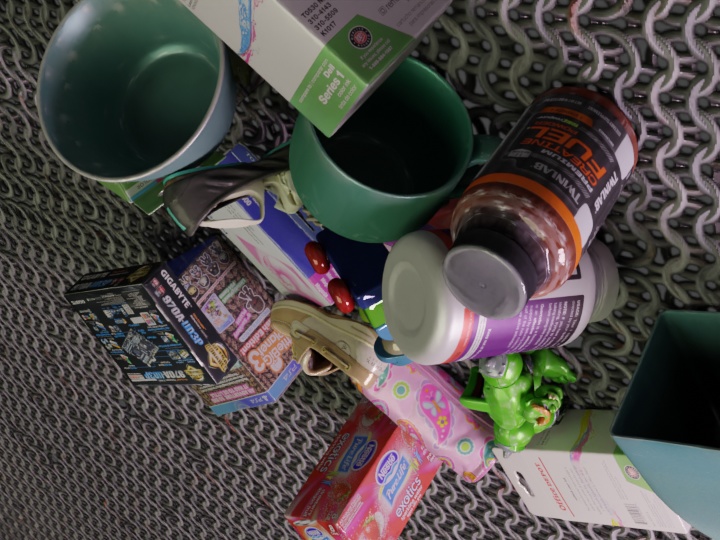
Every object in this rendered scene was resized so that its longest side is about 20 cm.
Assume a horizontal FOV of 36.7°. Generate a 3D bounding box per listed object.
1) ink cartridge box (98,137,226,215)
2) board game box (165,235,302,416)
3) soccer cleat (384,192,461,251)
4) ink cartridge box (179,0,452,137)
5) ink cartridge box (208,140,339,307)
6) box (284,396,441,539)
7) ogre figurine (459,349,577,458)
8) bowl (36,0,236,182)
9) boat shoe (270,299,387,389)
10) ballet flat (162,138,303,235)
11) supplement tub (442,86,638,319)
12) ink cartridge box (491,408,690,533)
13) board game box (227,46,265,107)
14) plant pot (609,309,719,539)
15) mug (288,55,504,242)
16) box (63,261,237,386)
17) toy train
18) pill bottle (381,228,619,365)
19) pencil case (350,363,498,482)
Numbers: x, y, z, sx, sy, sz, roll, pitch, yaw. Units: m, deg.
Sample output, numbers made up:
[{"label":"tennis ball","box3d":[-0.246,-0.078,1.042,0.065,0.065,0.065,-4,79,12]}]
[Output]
[{"label":"ink cartridge box","box3d":[-0.233,-0.133,1.161,0.199,0.103,0.060,29,152,56]},{"label":"board game box","box3d":[-0.184,0.076,1.408,0.201,0.097,0.159,51,145,-15]},{"label":"soccer cleat","box3d":[0.059,-0.016,1.083,0.199,0.066,0.078,-24,75,49]},{"label":"ink cartridge box","box3d":[-0.046,-0.234,0.887,0.200,0.145,0.084,42,145,-2]},{"label":"ink cartridge box","box3d":[-0.099,-0.041,1.197,0.197,0.043,0.200,47,165,-8]},{"label":"box","box3d":[0.012,0.256,1.328,0.099,0.201,0.096,-5,129,46]},{"label":"ogre figurine","box3d":[0.163,0.103,1.084,0.097,0.120,0.201,28,144,17]},{"label":"bowl","box3d":[-0.198,-0.171,1.046,0.199,0.203,0.105,24,178,22]},{"label":"boat shoe","box3d":[-0.045,0.084,1.212,0.073,0.070,0.199,36,166,-37]},{"label":"ballet flat","box3d":[-0.095,-0.082,1.058,0.069,0.198,0.068,67,161,6]},{"label":"supplement tub","box3d":[0.140,-0.052,0.859,0.106,0.200,0.108,22,140,20]},{"label":"ink cartridge box","box3d":[0.252,0.210,1.163,0.198,0.067,0.118,-5,126,45]},{"label":"board game box","box3d":[-0.126,-0.238,1.066,0.120,0.032,0.199,51,145,-8]},{"label":"plant pot","box3d":[0.339,0.157,0.964,0.140,0.142,0.201,2,138,42]},{"label":"mug","box3d":[0.024,-0.093,0.971,0.184,0.152,0.115,38,149,3]},{"label":"box","box3d":[-0.264,0.071,1.351,0.199,0.046,0.160,-8,123,48]},{"label":"toy train","box3d":[0.000,0.000,1.069,0.200,0.084,0.117,55,172,53]},{"label":"pill bottle","box3d":[0.125,0.016,0.950,0.112,0.198,0.114,16,108,61]},{"label":"pencil case","box3d":[0.080,0.152,1.252,0.200,0.088,0.087,42,146,0]}]
